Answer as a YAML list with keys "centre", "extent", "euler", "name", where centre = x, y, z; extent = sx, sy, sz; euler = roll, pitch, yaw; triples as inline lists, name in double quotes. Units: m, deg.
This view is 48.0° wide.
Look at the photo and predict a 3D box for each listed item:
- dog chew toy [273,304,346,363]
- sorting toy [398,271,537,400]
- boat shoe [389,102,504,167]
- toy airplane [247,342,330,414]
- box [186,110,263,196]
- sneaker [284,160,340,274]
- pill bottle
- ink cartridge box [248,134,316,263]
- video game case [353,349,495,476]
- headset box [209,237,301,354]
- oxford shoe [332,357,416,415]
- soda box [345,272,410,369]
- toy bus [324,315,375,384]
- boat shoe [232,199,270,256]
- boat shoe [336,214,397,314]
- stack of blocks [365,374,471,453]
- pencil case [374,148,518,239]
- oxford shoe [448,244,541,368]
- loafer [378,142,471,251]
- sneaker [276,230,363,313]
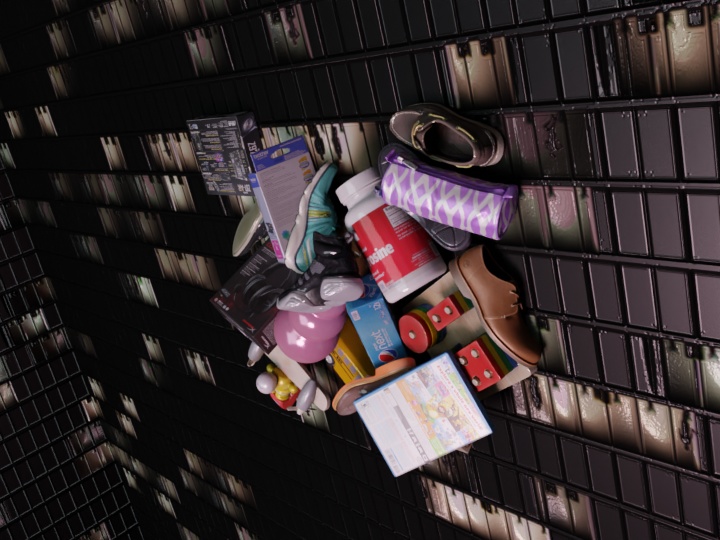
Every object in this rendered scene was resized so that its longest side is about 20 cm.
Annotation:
- centre: [-0.080, 0.079, 1.445]
  extent: [0.125, 0.124, 0.201]
  euler: [50, 140, 16]
  name: "dog chew toy"
- centre: [0.154, 0.119, 1.306]
  extent: [0.201, 0.069, 0.199]
  euler: [58, 145, 7]
  name: "sorting toy"
- centre: [0.110, -0.193, 1.158]
  extent: [0.199, 0.059, 0.073]
  euler: [28, 122, 39]
  name: "boat shoe"
- centre: [-0.156, 0.206, 1.697]
  extent: [0.199, 0.140, 0.202]
  euler: [-10, 103, 54]
  name: "toy airplane"
- centre: [-0.266, -0.234, 1.634]
  extent: [0.199, 0.043, 0.162]
  euler: [8, 118, 50]
  name: "box"
- centre: [-0.071, -0.091, 1.416]
  extent: [0.079, 0.078, 0.203]
  euler: [16, 92, 4]
  name: "sneaker"
- centre: [0.045, -0.060, 1.291]
  extent: [0.202, 0.112, 0.112]
  euler: [60, 145, 4]
  name: "pill bottle"
- centre: [-0.125, -0.129, 1.457]
  extent: [0.042, 0.118, 0.203]
  euler: [6, 117, 56]
  name: "ink cartridge box"
- centre: [0.098, 0.233, 1.300]
  extent: [0.199, 0.018, 0.144]
  euler: [-32, 87, 29]
  name: "video game case"
- centre: [-0.170, 0.038, 1.577]
  extent: [0.148, 0.200, 0.077]
  euler: [34, 165, 36]
  name: "headset box"
- centre: [0.023, 0.217, 1.378]
  extent: [0.199, 0.071, 0.074]
  euler: [-36, 62, 41]
  name: "oxford shoe"
- centre: [0.031, 0.099, 1.377]
  extent: [0.068, 0.063, 0.201]
  euler: [-104, -6, -46]
  name: "soda box"
- centre: [-0.008, 0.175, 1.554]
  extent: [0.201, 0.065, 0.079]
  euler: [51, 142, 17]
  name: "toy bus"
- centre: [-0.188, -0.096, 1.582]
  extent: [0.200, 0.065, 0.075]
  euler: [-57, 33, 30]
  name: "boat shoe"
- centre: [0.000, 0.000, 1.425]
  extent: [0.072, 0.068, 0.202]
  euler: [-21, 94, 56]
  name: "boat shoe"
- centre: [0.097, 0.250, 1.424]
  extent: [0.199, 0.059, 0.115]
  euler: [7, 155, 50]
  name: "stack of blocks"
- centre: [0.124, -0.111, 1.145]
  extent: [0.198, 0.084, 0.086]
  euler: [20, 137, 20]
  name: "pencil case"
- centre: [0.213, 0.053, 1.194]
  extent: [0.071, 0.071, 0.201]
  euler: [-36, 88, 29]
  name: "oxford shoe"
- centre: [0.099, -0.107, 1.236]
  extent: [0.072, 0.063, 0.201]
  euler: [-41, 73, 11]
  name: "loafer"
- centre: [-0.067, 0.002, 1.316]
  extent: [0.199, 0.075, 0.116]
  euler: [-19, 67, 48]
  name: "sneaker"
